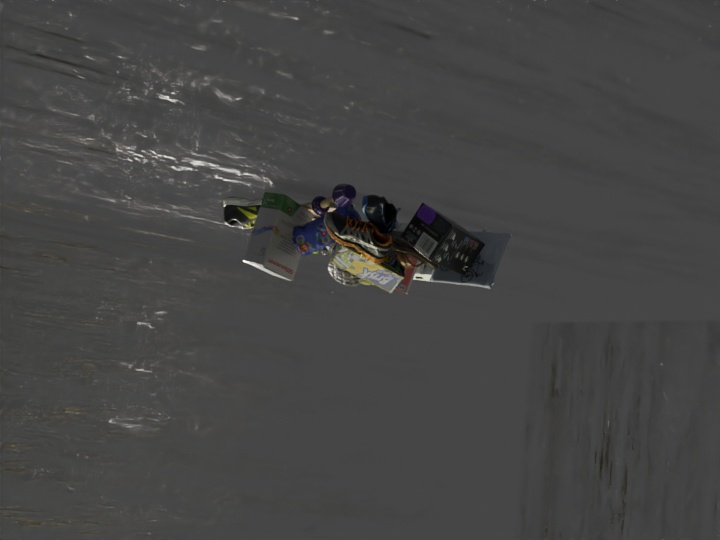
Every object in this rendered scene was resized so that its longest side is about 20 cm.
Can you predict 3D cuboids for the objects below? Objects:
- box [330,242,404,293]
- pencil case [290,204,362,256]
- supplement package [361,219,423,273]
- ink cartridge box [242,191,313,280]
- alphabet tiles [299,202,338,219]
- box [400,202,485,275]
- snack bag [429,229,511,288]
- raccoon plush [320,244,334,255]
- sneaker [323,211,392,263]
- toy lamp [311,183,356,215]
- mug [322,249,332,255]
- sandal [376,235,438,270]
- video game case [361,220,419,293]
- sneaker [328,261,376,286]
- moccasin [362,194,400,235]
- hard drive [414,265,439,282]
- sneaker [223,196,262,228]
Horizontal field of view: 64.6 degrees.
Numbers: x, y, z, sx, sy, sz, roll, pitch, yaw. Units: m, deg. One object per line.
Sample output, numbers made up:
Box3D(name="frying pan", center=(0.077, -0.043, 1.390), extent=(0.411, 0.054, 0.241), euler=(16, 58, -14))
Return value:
Box3D(name="box", center=(0.021, -0.021, 1.526), extent=(0.197, 0.065, 0.070), euler=(27, 127, -17))
Box3D(name="pencil case", center=(-0.093, -0.113, 1.537), extent=(0.197, 0.088, 0.078), euler=(-25, -163, 1))
Box3D(name="supplement package", center=(0.090, -0.072, 1.649), extent=(0.195, 0.120, 0.117), euler=(7, -163, 12))
Box3D(name="ink cartridge box", center=(-0.225, -0.092, 1.574), extent=(0.083, 0.204, 0.144), euler=(11, 170, 33))
Box3D(name="alphabet tiles", center=(-0.099, -0.166, 1.673), extent=(0.193, 0.015, 0.198), euler=(18, 168, -37))
Box3D(name="box", center=(0.217, -0.078, 1.487), extent=(0.122, 0.107, 0.198), euler=(43, -165, 35))
Box3D(name="snack bag", center=(0.307, -0.036, 1.583), extent=(0.197, 0.191, 0.021), euler=(5, 146, 38))
Box3D(name="raccoon plush", center=(-0.119, -0.137, 1.682), extent=(0.132, 0.098, 0.201), euler=(24, 139, -6))
Box3D(name="sneaker", center=(-0.005, -0.098, 1.450), extent=(0.198, 0.079, 0.077), euler=(29, 130, -21))
Box3D(name="toy lamp", center=(-0.064, -0.177, 1.422), extent=(0.057, 0.060, 0.199), euler=(11, 173, -22))
Box3D(name="mug", center=(-0.038, -0.068, 1.992), extent=(0.177, 0.134, 0.200), euler=(42, 172, -6))
Box3D(name="sandal", center=(0.112, -0.040, 1.517), extent=(0.197, 0.056, 0.082), euler=(24, 179, 0))
Box3D(name="video game case", center=(0.065, -0.037, 1.593), extent=(0.196, 0.146, 0.017), euler=(22, -158, 7))
Box3D(name="sneaker", center=(0.000, 0.000, 1.719), extent=(0.195, 0.079, 0.080), euler=(7, -149, 3))
Box3D(name="moccasin", center=(0.064, -0.138, 1.475), extent=(0.067, 0.083, 0.199), euler=(-4, 170, 20))
Box3D(name="hard drive", center=(0.200, -0.039, 1.739), extent=(0.129, 0.201, 0.027), euler=(5, 127, 17))
Box3D(name="sneaker", center=(-0.311, -0.161, 1.669), extent=(0.195, 0.087, 0.074), euler=(6, 173, 13))
